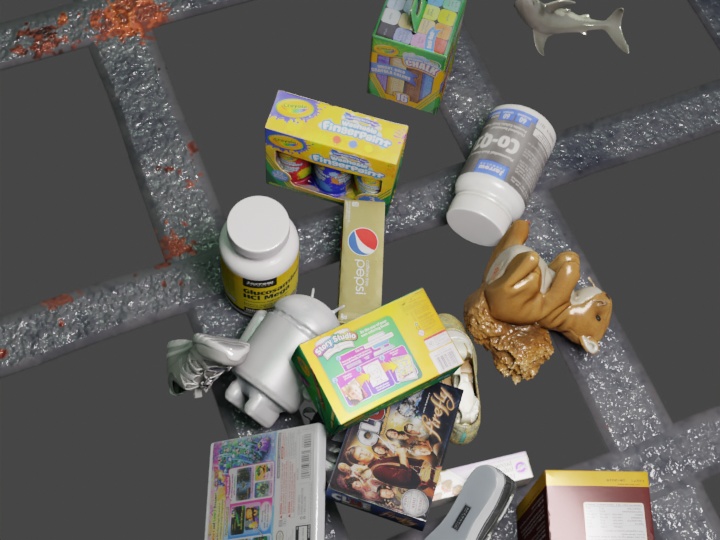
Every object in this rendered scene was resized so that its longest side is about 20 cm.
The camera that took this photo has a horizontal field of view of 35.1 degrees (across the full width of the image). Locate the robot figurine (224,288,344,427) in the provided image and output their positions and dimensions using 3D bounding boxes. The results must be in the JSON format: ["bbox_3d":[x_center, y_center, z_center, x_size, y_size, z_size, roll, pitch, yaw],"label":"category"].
[{"bbox_3d":[-0.102,0.116,1.577,0.169,0.113,0.201,31,79,31],"label":"robot figurine"}]

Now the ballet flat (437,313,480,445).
[{"bbox_3d":[0.138,0.146,1.618,0.070,0.071,0.201,-2,65,-5],"label":"ballet flat"}]

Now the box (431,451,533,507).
[{"bbox_3d":[0.137,0.294,1.564,0.198,0.042,0.039,-12,67,-8],"label":"box"}]

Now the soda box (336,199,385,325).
[{"bbox_3d":[0.000,0.000,1.674,0.063,0.068,0.201,3,65,-3],"label":"soda box"}]

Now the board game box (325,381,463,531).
[{"bbox_3d":[0.048,0.229,1.508,0.135,0.035,0.201,17,56,5],"label":"board game box"}]

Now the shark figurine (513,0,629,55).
[{"bbox_3d":[0.332,-0.400,1.893,0.213,0.128,0.090,9,89,-19],"label":"shark figurine"}]

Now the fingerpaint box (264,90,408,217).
[{"bbox_3d":[-0.039,-0.170,1.696,0.199,0.167,0.074,16,65,3],"label":"fingerpaint box"}]

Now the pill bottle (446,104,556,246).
[{"bbox_3d":[0.212,-0.144,1.731,0.113,0.114,0.201,24,66,7],"label":"pill bottle"}]

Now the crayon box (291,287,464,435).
[{"bbox_3d":[0.023,0.119,1.507,0.199,0.058,0.119,-24,75,-21],"label":"crayon box"}]

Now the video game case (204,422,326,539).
[{"bbox_3d":[-0.126,0.311,1.493,0.181,0.024,0.201,-14,61,28],"label":"video game case"}]

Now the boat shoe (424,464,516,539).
[{"bbox_3d":[0.140,0.355,1.518,0.073,0.068,0.200,22,80,51],"label":"boat shoe"}]

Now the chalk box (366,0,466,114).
[{"bbox_3d":[0.089,-0.363,1.774,0.123,0.200,0.125,18,65,4],"label":"chalk box"}]

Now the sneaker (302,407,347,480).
[{"bbox_3d":[0.014,0.224,1.567,0.198,0.076,0.115,-2,65,-5],"label":"sneaker"}]

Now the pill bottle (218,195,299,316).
[{"bbox_3d":[-0.142,-0.020,1.600,0.111,0.200,0.113,1,65,-3],"label":"pill bottle"}]

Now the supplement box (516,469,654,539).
[{"bbox_3d":[0.285,0.379,1.448,0.132,0.198,0.201,2,64,-3],"label":"supplement box"}]

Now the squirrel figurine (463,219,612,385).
[{"bbox_3d":[0.258,0.063,1.641,0.186,0.142,0.201,33,102,-14],"label":"squirrel figurine"}]

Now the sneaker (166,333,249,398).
[{"bbox_3d":[-0.207,0.133,1.545,0.074,0.200,0.083,11,76,-27],"label":"sneaker"}]
